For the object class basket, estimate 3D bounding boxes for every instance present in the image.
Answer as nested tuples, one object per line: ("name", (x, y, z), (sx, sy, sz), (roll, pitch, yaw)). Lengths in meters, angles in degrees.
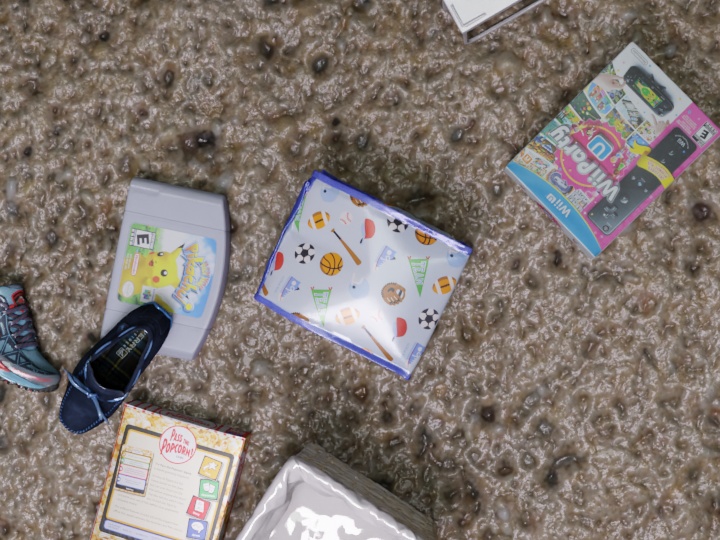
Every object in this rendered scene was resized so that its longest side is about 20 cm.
("basket", (-0.039, 0.328, 1.287), (0.198, 0.161, 0.201), (32, 92, 3))

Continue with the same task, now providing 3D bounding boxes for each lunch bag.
("lunch bag", (0.000, 0.000, 1.301), (0.199, 0.124, 0.171), (25, 93, -4))

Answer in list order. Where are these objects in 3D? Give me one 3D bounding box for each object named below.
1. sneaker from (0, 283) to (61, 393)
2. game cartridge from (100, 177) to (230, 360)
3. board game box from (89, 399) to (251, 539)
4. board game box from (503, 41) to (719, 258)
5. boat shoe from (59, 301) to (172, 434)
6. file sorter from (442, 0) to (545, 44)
("sneaker", (-0.423, 0.062, 1.353), (0.200, 0.079, 0.096), (39, 91, 3))
("game cartridge", (-0.224, 0.000, 1.360), (0.133, 0.040, 0.201), (11, 92, 0))
("board game box", (-0.228, 0.270, 1.357), (0.151, 0.046, 0.201), (16, 92, 4))
("board game box", (0.285, -0.134, 1.307), (0.200, 0.064, 0.148), (-45, 87, 4))
("boat shoe", (-0.297, 0.115, 1.328), (0.084, 0.069, 0.200), (33, 112, -4))
("file sorter", (0.125, -0.376, 1.285), (0.138, 0.125, 0.201), (-29, 88, 5))
